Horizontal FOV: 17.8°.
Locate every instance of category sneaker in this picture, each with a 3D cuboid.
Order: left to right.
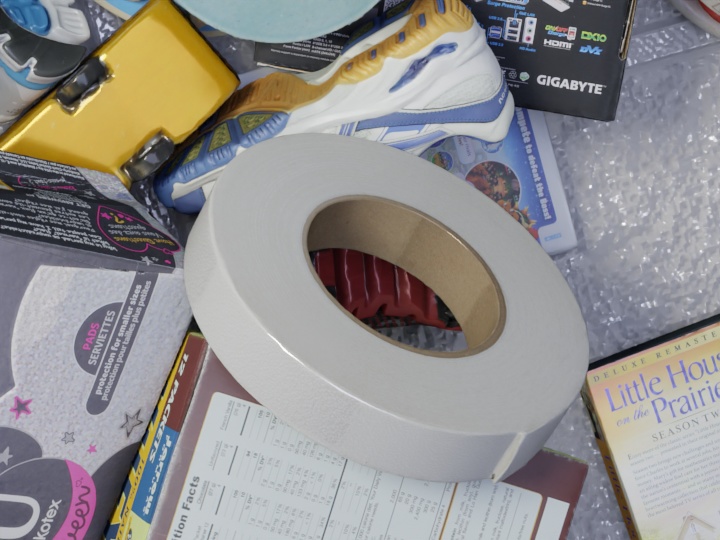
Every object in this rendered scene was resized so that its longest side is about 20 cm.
[{"bbox_3d":[-0.221,-0.164,1.203,0.075,0.087,0.201,-16,71,-41],"label":"sneaker"},{"bbox_3d":[-0.014,-0.063,1.192,0.199,0.075,0.088,-24,118,24],"label":"sneaker"},{"bbox_3d":[0.000,0.000,1.221,0.199,0.098,0.071,-3,89,-33],"label":"sneaker"}]

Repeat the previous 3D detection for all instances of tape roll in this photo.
[{"bbox_3d":[0.014,0.015,1.092,0.202,0.203,0.037,24,126,-9],"label":"tape roll"}]

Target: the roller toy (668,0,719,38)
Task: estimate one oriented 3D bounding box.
[{"bbox_3d":[0.244,-0.211,1.241,0.181,0.140,0.201,-16,94,-9],"label":"roller toy"}]

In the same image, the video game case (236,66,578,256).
[{"bbox_3d":[0.008,-0.054,1.266,0.199,0.018,0.144,-16,93,-9],"label":"video game case"}]

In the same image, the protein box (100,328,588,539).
[{"bbox_3d":[-0.024,0.121,1.164,0.199,0.198,0.136,19,87,-15],"label":"protein box"}]

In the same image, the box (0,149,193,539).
[{"bbox_3d":[-0.180,0.055,1.110,0.132,0.115,0.201,11,112,-38],"label":"box"}]

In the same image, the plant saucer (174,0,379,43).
[{"bbox_3d":[-0.039,-0.217,1.153,0.200,0.039,0.202,8,106,29],"label":"plant saucer"}]

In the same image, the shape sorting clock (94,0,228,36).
[{"bbox_3d":[-0.082,-0.224,1.223,0.199,0.039,0.201,-3,102,-16],"label":"shape sorting clock"}]

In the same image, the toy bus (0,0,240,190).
[{"bbox_3d":[-0.156,-0.056,1.199,0.200,0.078,0.065,-42,102,2],"label":"toy bus"}]

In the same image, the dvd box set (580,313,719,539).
[{"bbox_3d":[0.218,0.125,1.296,0.146,0.029,0.201,-21,95,-8],"label":"dvd box set"}]

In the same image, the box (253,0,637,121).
[{"bbox_3d":[0.054,-0.192,1.197,0.199,0.050,0.200,9,108,3],"label":"box"}]
